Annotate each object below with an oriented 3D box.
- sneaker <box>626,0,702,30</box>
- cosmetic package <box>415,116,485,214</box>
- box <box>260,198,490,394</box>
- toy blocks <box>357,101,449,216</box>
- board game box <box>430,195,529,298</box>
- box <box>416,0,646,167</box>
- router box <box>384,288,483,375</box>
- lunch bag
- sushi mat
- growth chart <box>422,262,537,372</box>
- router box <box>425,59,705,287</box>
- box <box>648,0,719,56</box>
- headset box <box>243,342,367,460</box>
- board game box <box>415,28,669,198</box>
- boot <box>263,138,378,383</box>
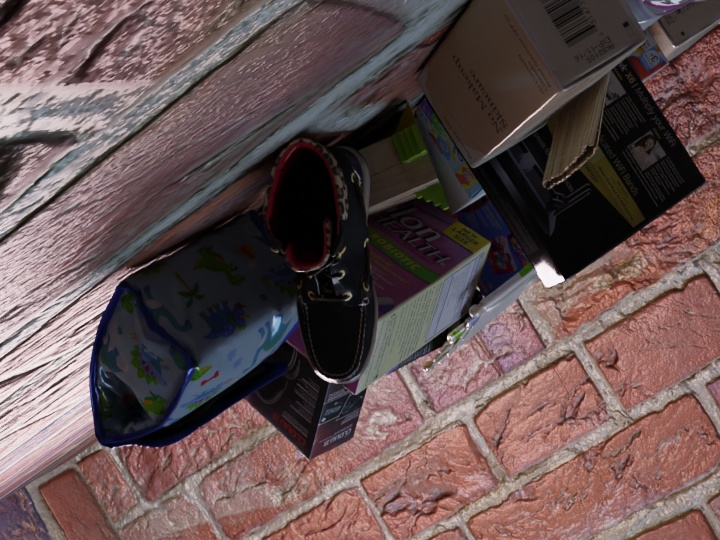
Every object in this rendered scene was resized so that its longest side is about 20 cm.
[{"bbox_3d":[0.294,-0.274,1.005,0.199,0.082,0.088,-34,180,-13],"label":"sneaker"},{"bbox_3d":[0.156,-0.158,1.202,0.199,0.108,0.085,-31,178,-25],"label":"cosmetic package"},{"bbox_3d":[0.000,0.000,1.159,0.199,0.175,0.097,-30,146,-44],"label":"box"},{"bbox_3d":[0.003,-0.080,1.080,0.135,0.101,0.200,-22,179,6],"label":"toy blocks"},{"bbox_3d":[0.143,-0.088,1.302,0.134,0.201,0.045,-34,177,41],"label":"board game box"},{"bbox_3d":[0.117,-0.155,0.844,0.077,0.096,0.200,-32,176,-15],"label":"box"},{"bbox_3d":[0.023,0.031,1.379,0.156,0.199,0.053,-23,130,-35],"label":"router box"},{"bbox_3d":[-0.150,0.070,1.042,0.169,0.128,0.200,-31,165,-42],"label":"lunch bag"},{"bbox_3d":[0.179,-0.166,0.899,0.096,0.012,0.202,134,-27,-69],"label":"sushi mat"},{"bbox_3d":[0.137,0.049,1.265,0.144,0.018,0.200,-35,169,-23],"label":"growth chart"},{"bbox_3d":[0.174,-0.113,0.986,0.156,0.201,0.052,-32,178,-12],"label":"router box"},{"bbox_3d":[0.375,-0.305,1.409,0.094,0.078,0.200,-34,178,-3],"label":"box"},{"bbox_3d":[-0.064,0.096,1.270,0.077,0.148,0.202,-19,136,-43],"label":"headset box"},{"bbox_3d":[0.167,-0.172,1.081,0.199,0.104,0.105,-34,179,-13],"label":"board game box"},{"bbox_3d":[-0.030,-0.007,0.920,0.072,0.203,0.151,3,179,10],"label":"boot"}]
